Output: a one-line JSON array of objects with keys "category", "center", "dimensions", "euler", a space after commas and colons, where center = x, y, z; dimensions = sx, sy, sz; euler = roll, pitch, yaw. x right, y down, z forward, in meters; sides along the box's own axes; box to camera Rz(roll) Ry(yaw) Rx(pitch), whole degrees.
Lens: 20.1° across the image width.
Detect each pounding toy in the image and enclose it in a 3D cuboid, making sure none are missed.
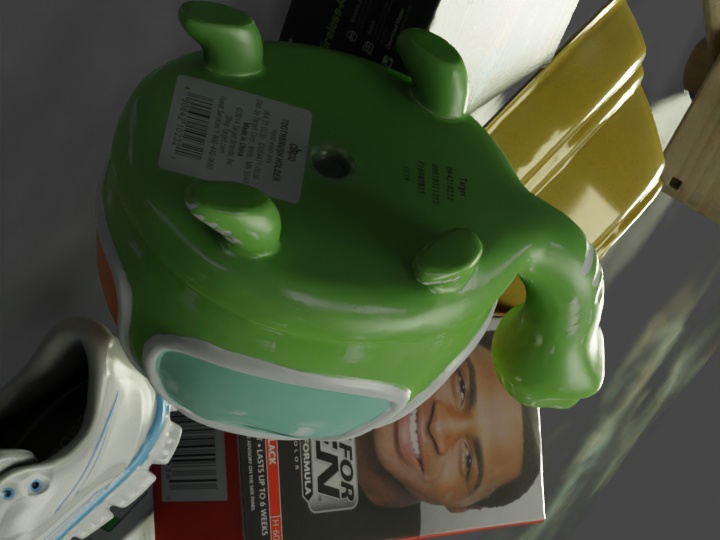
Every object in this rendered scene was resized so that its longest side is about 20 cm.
[{"category": "pounding toy", "center": [0.270, -0.136, 1.357], "dimensions": [0.185, 0.142, 0.200], "euler": [-64, 172, 33]}]

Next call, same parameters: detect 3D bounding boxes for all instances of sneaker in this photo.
[{"category": "sneaker", "center": [-0.148, 0.098, 0.755], "dimensions": [0.201, 0.075, 0.087], "euler": [-57, 158, -17]}]

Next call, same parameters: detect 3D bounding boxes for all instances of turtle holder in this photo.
[{"category": "turtle holder", "center": [-0.007, -0.008, 0.740], "dimensions": [0.184, 0.141, 0.132], "euler": [-8, 141, -29]}]

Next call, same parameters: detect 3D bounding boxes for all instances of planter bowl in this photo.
[{"category": "planter bowl", "center": [0.088, -0.038, 0.994], "dimensions": [0.200, 0.083, 0.200], "euler": [-45, 178, -2]}]

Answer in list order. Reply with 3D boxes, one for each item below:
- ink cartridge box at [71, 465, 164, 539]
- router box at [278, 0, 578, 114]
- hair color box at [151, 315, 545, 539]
[{"category": "ink cartridge box", "center": [-0.101, 0.132, 0.912], "dimensions": [0.200, 0.050, 0.110], "euler": [-46, 145, -41]}, {"category": "router box", "center": [0.049, -0.148, 0.793], "dimensions": [0.150, 0.062, 0.201], "euler": [-35, 155, -46]}, {"category": "hair color box", "center": [-0.002, 0.071, 0.914], "dimensions": [0.199, 0.061, 0.102], "euler": [-1, 86, -47]}]
